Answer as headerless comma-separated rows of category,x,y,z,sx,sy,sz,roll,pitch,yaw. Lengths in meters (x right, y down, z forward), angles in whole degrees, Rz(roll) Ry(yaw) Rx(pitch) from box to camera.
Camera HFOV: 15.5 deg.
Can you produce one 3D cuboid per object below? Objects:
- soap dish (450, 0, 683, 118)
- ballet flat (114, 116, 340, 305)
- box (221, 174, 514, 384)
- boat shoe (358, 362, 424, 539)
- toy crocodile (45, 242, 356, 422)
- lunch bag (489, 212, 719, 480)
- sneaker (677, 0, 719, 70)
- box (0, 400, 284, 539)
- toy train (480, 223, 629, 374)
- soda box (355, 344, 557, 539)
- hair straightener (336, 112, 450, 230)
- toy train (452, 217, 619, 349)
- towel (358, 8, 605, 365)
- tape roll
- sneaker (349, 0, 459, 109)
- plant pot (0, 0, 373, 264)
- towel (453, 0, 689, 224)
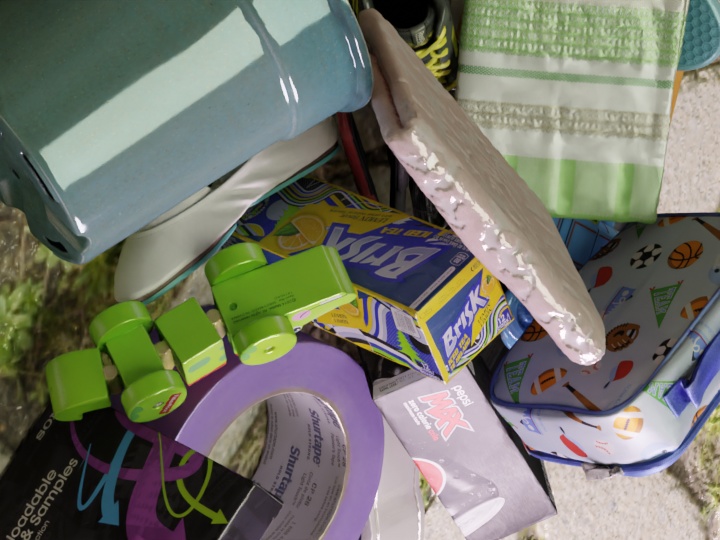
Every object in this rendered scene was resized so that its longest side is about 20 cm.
soap dish,0.144,-0.139,1.847,0.200,0.081,0.158,3,104,-44
ballet flat,-0.095,-0.055,1.668,0.200,0.069,0.070,-41,131,-31
box,0.000,0.000,1.675,0.070,0.200,0.064,-43,131,-23
boat shoe,0.011,0.123,1.840,0.075,0.062,0.201,-25,125,-38
toy crocodile,-0.098,0.041,1.609,0.199,0.068,0.062,-26,158,-7
lunch bag,0.186,0.049,1.708,0.200,0.160,0.076,-51,120,-25
sneaker,0.197,-0.243,1.793,0.200,0.079,0.131,63,29,-16
box,-0.153,0.161,1.594,0.036,0.200,0.143,41,77,-42
toy train,0.153,0.038,1.935,0.114,0.085,0.200,37,79,-36
soda box,0.065,0.104,1.774,0.071,0.063,0.200,-24,137,8
hair straightener,0.036,-0.054,1.756,0.077,0.041,0.200,-13,144,2
toy train,0.143,0.008,1.825,0.200,0.087,0.115,25,83,-39
towel,0.067,-0.053,1.604,0.032,0.191,0.200,-38,117,10
tape roll,-0.084,0.129,1.733,0.200,0.085,0.201,-19,119,-38
sneaker,0.027,-0.149,1.713,0.074,0.085,0.200,-26,123,-1
plant pot,-0.131,-0.119,1.518,0.196,0.200,0.201,-38,130,-16
towel,0.134,-0.133,1.722,0.149,0.031,0.201,5,103,-8
